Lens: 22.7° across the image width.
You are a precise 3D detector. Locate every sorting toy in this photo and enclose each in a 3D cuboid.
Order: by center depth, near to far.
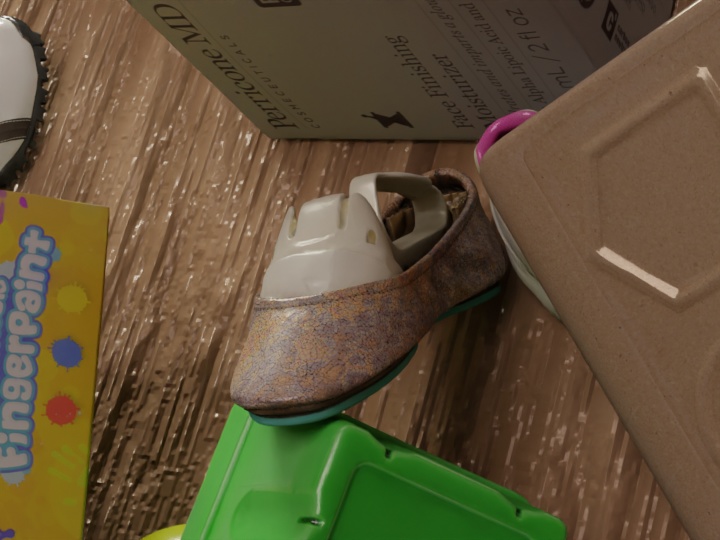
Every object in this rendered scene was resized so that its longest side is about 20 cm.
[{"bbox_3d":[0.157,-0.008,0.602,0.200,0.036,0.186,-35,80,32],"label":"sorting toy"}]

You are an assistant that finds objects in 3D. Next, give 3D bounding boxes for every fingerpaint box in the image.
[{"bbox_3d":[-0.157,0.094,0.741,0.073,0.167,0.201,9,60,-15],"label":"fingerpaint box"}]

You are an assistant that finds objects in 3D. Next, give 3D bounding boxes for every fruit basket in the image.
[{"bbox_3d":[-0.031,0.154,0.675,0.216,0.155,0.216,-60,12,22],"label":"fruit basket"}]

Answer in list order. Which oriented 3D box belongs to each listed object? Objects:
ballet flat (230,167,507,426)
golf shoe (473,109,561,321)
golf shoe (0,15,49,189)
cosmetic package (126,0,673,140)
[{"bbox_3d":[0.000,0.000,0.686,0.068,0.200,0.068,-7,101,23],"label":"ballet flat"},{"bbox_3d":[0.110,0.010,0.678,0.075,0.092,0.200,-46,53,-1],"label":"golf shoe"},{"bbox_3d":[-0.236,-0.057,0.914,0.077,0.094,0.201,20,74,37],"label":"golf shoe"},{"bbox_3d":[0.021,-0.165,0.778,0.199,0.165,0.166,2,66,32],"label":"cosmetic package"}]
